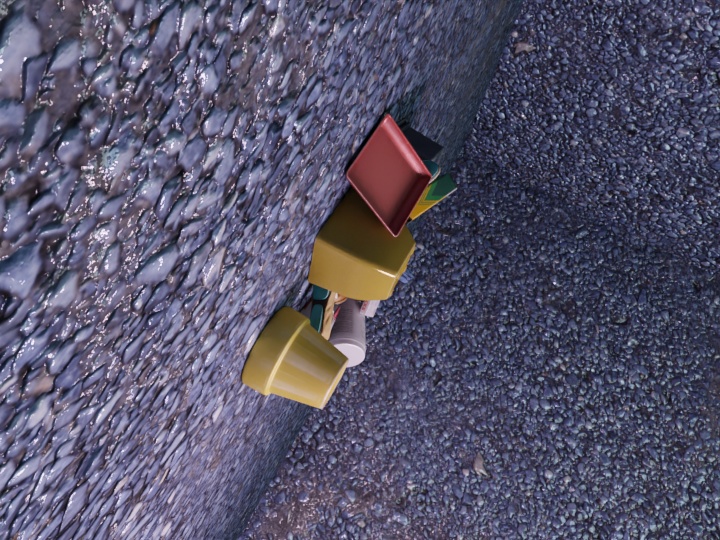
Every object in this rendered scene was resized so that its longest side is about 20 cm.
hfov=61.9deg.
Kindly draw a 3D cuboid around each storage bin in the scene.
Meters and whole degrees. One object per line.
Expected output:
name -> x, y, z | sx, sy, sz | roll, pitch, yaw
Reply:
storage bin -> 0.126, -0.290, 1.563 | 0.146, 0.134, 0.200 | -66, 171, 29

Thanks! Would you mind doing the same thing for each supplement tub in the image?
supplement tub -> -0.050, 0.176, 1.825 | 0.132, 0.131, 0.200 | 111, -15, -47

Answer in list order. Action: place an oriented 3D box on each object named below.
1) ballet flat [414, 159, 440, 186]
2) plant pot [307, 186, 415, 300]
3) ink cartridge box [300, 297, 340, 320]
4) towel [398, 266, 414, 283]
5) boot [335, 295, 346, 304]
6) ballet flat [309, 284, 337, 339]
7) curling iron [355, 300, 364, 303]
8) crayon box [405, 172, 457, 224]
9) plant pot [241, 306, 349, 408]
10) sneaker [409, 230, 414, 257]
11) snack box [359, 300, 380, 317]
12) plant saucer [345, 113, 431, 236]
ballet flat -> 0.103, -0.207, 1.473 | 0.200, 0.068, 0.062 | -27, 165, 1
plant pot -> 0.014, -0.044, 1.427 | 0.194, 0.200, 0.196 | -57, 171, -33
ink cartridge box -> -0.144, 0.186, 1.647 | 0.146, 0.083, 0.200 | -54, 170, -48
towel -> 0.055, -0.032, 1.666 | 0.200, 0.112, 0.049 | 28, 94, -41
boot -> -0.046, -0.006, 1.728 | 0.200, 0.073, 0.155 | -52, 160, -45
ballet flat -> -0.091, 0.083, 1.524 | 0.063, 0.068, 0.201 | 21, 77, -50
curling iron -> -0.022, 0.047, 1.710 | 0.050, 0.025, 0.200 | -65, 152, -9
crayon box -> 0.133, -0.172, 1.521 | 0.200, 0.052, 0.126 | -37, -167, -27
plant pot -> -0.137, 0.212, 1.361 | 0.201, 0.188, 0.201 | -60, 174, -11
sneaker -> 0.101, -0.082, 1.714 | 0.200, 0.082, 0.073 | 33, 48, -62
snack box -> 0.057, 0.044, 1.825 | 0.201, 0.024, 0.072 | -67, 156, 0
plant saucer -> 0.060, -0.212, 1.352 | 0.037, 0.200, 0.200 | -1, -131, 47
